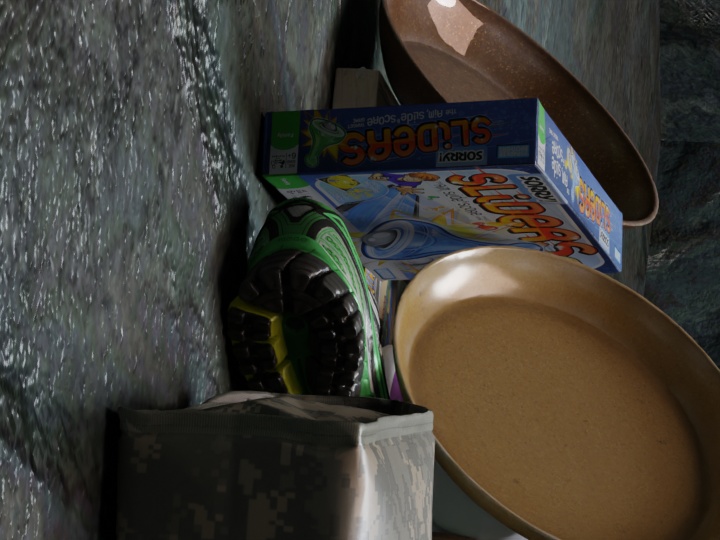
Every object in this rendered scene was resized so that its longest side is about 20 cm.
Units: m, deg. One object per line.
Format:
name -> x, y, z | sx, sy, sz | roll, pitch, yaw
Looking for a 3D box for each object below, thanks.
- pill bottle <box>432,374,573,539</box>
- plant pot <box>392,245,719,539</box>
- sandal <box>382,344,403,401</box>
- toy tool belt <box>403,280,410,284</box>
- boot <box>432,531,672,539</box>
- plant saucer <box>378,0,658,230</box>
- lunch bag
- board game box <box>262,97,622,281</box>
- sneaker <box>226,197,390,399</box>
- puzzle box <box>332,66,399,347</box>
pill bottle -> 0.087, 0.121, 1.458 | 0.200, 0.114, 0.115 | 51, 42, -67
plant pot -> 0.101, 0.070, 1.339 | 0.028, 0.199, 0.200 | -59, -170, 38
sandal -> 0.034, 0.085, 1.528 | 0.203, 0.050, 0.083 | 29, 65, -81
toy tool belt -> 0.087, -0.020, 1.654 | 0.200, 0.122, 0.125 | -99, -160, -87
boot -> 0.094, 0.204, 1.312 | 0.074, 0.199, 0.155 | 86, 7, -46
plant saucer -> 0.080, -0.086, 1.549 | 0.037, 0.200, 0.200 | -47, -174, 22
lunch bag -> -0.028, 0.134, 1.134 | 0.200, 0.117, 0.165 | 6, 86, -76
board game box -> 0.046, -0.037, 1.376 | 0.200, 0.135, 0.035 | 40, 50, -67
sneaker -> -0.012, 0.053, 1.316 | 0.085, 0.078, 0.201 | -77, 166, -49
puzzle box -> 0.000, 0.000, 1.528 | 0.133, 0.025, 0.201 | 47, 47, -76
